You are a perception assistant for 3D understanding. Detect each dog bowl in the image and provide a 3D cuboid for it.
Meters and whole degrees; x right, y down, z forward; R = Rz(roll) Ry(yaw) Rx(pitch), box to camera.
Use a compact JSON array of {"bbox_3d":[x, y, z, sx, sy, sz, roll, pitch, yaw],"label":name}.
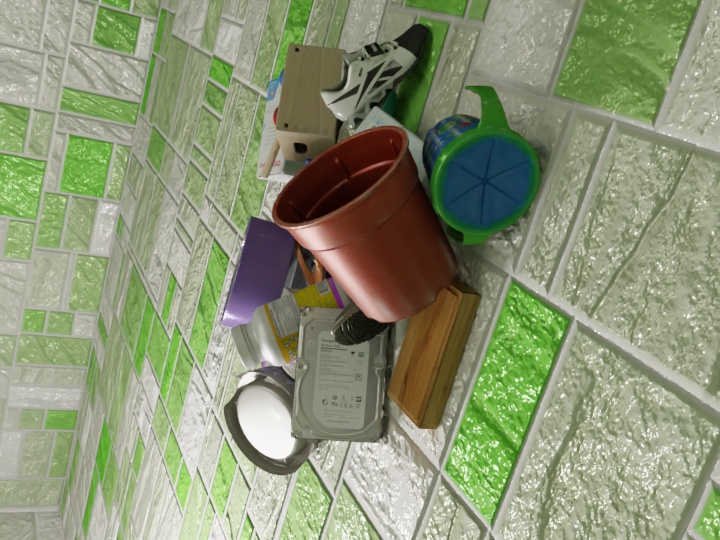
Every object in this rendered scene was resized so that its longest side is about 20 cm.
[{"bbox_3d":[-0.154,0.262,1.384,0.199,0.059,0.201,14,115,31],"label":"dog bowl"}]

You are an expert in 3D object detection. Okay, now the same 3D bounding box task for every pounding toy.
[{"bbox_3d":[-0.104,-0.271,1.377,0.200,0.141,0.185,95,-178,-80],"label":"pounding toy"}]

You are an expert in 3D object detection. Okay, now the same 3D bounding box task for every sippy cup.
[{"bbox_3d":[0.139,-0.133,0.978,0.178,0.139,0.130,-50,28,15],"label":"sippy cup"}]

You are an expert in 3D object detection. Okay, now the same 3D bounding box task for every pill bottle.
[{"bbox_3d":[-0.105,0.090,1.265,0.104,0.199,0.105,158,90,-86],"label":"pill bottle"}]

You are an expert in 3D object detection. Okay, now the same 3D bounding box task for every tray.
[{"bbox_3d":[0.098,0.107,1.077,0.099,0.037,0.201,40,119,57],"label":"tray"}]

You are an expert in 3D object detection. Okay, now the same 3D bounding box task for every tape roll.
[{"bbox_3d":[-0.183,0.010,1.382,0.200,0.085,0.201,-165,90,-80],"label":"tape roll"}]

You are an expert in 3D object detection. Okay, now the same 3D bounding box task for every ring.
[{"bbox_3d":[-0.092,-0.059,1.351,0.200,0.019,0.202,165,90,-74],"label":"ring"}]

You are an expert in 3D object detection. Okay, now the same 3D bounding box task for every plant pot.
[{"bbox_3d":[0.021,-0.050,1.016,0.200,0.196,0.201,-26,29,16],"label":"plant pot"}]

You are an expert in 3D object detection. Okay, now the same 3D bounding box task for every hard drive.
[{"bbox_3d":[-0.032,0.159,1.191,0.038,0.139,0.201,131,144,-81],"label":"hard drive"}]

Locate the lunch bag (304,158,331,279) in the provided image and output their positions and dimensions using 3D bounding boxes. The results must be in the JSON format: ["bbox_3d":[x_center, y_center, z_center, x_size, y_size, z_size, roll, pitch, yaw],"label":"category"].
[{"bbox_3d":[-0.051,-0.071,1.352,0.151,0.094,0.201,-122,38,-46],"label":"lunch bag"}]

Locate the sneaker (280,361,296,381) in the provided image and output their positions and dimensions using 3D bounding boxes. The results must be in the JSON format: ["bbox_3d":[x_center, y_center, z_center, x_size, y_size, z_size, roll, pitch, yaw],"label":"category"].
[{"bbox_3d":[-0.065,0.152,1.329,0.201,0.075,0.116,47,115,38],"label":"sneaker"}]

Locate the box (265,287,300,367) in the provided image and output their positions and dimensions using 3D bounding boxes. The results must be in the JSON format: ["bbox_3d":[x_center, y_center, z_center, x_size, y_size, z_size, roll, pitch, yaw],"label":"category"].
[{"bbox_3d":[-0.140,0.133,1.429,0.041,0.039,0.201,27,107,55],"label":"box"}]

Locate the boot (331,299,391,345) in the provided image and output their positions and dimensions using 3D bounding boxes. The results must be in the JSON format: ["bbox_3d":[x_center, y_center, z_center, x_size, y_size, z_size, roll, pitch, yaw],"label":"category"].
[{"bbox_3d":[0.000,0.002,1.190,0.181,0.073,0.200,-35,46,-4],"label":"boot"}]

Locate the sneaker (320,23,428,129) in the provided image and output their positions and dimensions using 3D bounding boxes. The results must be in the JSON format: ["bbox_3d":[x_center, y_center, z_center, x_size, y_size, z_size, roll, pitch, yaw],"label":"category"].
[{"bbox_3d":[0.020,-0.321,1.210,0.200,0.088,0.074,-47,26,3],"label":"sneaker"}]

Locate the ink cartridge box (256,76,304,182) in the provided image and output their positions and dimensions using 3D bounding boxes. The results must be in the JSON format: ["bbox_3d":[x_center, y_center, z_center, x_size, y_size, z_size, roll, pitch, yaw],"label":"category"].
[{"bbox_3d":[-0.134,-0.277,1.539,0.144,0.084,0.201,7,89,62],"label":"ink cartridge box"}]

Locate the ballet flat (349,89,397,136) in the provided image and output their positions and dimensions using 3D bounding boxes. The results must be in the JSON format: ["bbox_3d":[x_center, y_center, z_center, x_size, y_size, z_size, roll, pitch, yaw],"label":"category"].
[{"bbox_3d":[0.010,-0.200,1.247,0.073,0.073,0.201,-9,69,60],"label":"ballet flat"}]

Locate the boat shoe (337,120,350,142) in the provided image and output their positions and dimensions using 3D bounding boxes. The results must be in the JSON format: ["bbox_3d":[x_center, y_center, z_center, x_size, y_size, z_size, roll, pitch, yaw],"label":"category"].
[{"bbox_3d":[0.001,-0.266,1.311,0.060,0.071,0.201,-145,69,-66],"label":"boat shoe"}]

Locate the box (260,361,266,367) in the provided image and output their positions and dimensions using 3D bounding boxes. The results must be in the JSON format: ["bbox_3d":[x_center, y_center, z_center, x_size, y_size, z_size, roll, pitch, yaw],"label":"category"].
[{"bbox_3d":[-0.154,0.145,1.524,0.200,0.036,0.144,45,122,53],"label":"box"}]

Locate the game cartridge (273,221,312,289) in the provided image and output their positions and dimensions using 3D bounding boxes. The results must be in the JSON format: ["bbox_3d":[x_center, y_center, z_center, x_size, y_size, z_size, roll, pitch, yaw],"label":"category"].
[{"bbox_3d":[-0.142,-0.016,1.505,0.133,0.041,0.201,-9,67,58],"label":"game cartridge"}]

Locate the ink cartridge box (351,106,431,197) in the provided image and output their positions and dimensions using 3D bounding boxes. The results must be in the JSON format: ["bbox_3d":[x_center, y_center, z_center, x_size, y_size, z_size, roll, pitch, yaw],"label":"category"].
[{"bbox_3d":[0.017,-0.123,1.153,0.200,0.047,0.160,-50,55,7],"label":"ink cartridge box"}]
